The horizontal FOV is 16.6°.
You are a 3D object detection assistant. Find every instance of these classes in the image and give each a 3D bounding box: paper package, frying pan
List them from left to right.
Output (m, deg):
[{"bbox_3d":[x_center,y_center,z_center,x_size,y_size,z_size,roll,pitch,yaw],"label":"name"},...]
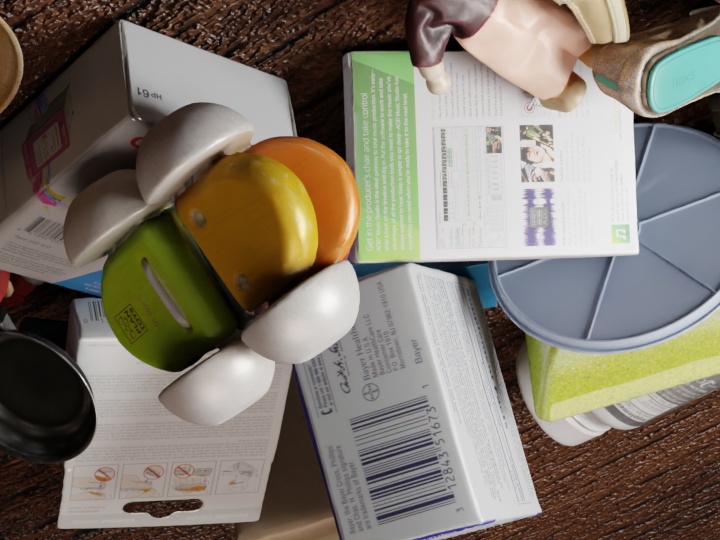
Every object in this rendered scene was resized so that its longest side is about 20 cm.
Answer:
[{"bbox_3d":[-0.258,0.058,1.732,0.115,0.031,0.190,-28,108,36],"label":"frying pan"},{"bbox_3d":[-0.001,0.122,1.938,0.200,0.191,0.103,-18,152,19],"label":"paper package"}]

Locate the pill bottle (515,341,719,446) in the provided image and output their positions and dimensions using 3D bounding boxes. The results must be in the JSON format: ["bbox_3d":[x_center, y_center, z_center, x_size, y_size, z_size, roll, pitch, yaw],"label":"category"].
[{"bbox_3d":[0.229,0.058,1.963,0.200,0.113,0.113,-29,143,32],"label":"pill bottle"}]

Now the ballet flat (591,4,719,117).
[{"bbox_3d":[0.231,-0.151,1.654,0.200,0.068,0.067,-15,-156,-41],"label":"ballet flat"}]

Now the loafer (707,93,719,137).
[{"bbox_3d":[0.316,-0.086,1.740,0.073,0.072,0.200,5,177,45],"label":"loafer"}]

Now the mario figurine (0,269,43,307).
[{"bbox_3d":[-0.293,0.000,1.809,0.123,0.106,0.200,-37,170,-23],"label":"mario figurine"}]

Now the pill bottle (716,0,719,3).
[{"bbox_3d":[0.233,-0.221,1.510,0.109,0.110,0.200,-30,143,32],"label":"pill bottle"}]

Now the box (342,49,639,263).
[{"bbox_3d":[0.088,-0.079,1.681,0.200,0.145,0.036,-1,178,-11],"label":"box"}]

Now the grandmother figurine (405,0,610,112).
[{"bbox_3d":[0.072,-0.170,1.595,0.200,0.121,0.061,31,176,-36],"label":"grandmother figurine"}]

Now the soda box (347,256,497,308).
[{"bbox_3d":[0.000,0.000,1.861,0.200,0.064,0.068,-8,149,1],"label":"soda box"}]

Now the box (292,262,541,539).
[{"bbox_3d":[0.037,0.100,1.737,0.105,0.184,0.200,-17,172,14],"label":"box"}]

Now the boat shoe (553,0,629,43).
[{"bbox_3d":[0.116,-0.210,1.539,0.069,0.074,0.200,-18,138,12],"label":"boat shoe"}]

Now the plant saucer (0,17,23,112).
[{"bbox_3d":[-0.318,-0.142,1.583,0.200,0.036,0.200,-6,149,-4],"label":"plant saucer"}]

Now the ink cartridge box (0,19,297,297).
[{"bbox_3d":[-0.158,-0.070,1.691,0.144,0.085,0.200,17,142,-37],"label":"ink cartridge box"}]

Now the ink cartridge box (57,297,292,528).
[{"bbox_3d":[-0.139,0.106,1.814,0.160,0.047,0.200,-1,132,-15],"label":"ink cartridge box"}]

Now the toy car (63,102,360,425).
[{"bbox_3d":[-0.080,-0.013,1.601,0.200,0.175,0.150,-38,175,38],"label":"toy car"}]

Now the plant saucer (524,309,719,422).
[{"bbox_3d":[0.204,-0.006,1.776,0.200,0.200,0.048,-17,138,14],"label":"plant saucer"}]

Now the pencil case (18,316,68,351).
[{"bbox_3d":[-0.171,0.089,1.863,0.200,0.093,0.085,6,-177,-19],"label":"pencil case"}]

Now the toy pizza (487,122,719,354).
[{"bbox_3d":[0.188,-0.020,1.739,0.200,0.200,0.032,-15,140,12],"label":"toy pizza"}]
